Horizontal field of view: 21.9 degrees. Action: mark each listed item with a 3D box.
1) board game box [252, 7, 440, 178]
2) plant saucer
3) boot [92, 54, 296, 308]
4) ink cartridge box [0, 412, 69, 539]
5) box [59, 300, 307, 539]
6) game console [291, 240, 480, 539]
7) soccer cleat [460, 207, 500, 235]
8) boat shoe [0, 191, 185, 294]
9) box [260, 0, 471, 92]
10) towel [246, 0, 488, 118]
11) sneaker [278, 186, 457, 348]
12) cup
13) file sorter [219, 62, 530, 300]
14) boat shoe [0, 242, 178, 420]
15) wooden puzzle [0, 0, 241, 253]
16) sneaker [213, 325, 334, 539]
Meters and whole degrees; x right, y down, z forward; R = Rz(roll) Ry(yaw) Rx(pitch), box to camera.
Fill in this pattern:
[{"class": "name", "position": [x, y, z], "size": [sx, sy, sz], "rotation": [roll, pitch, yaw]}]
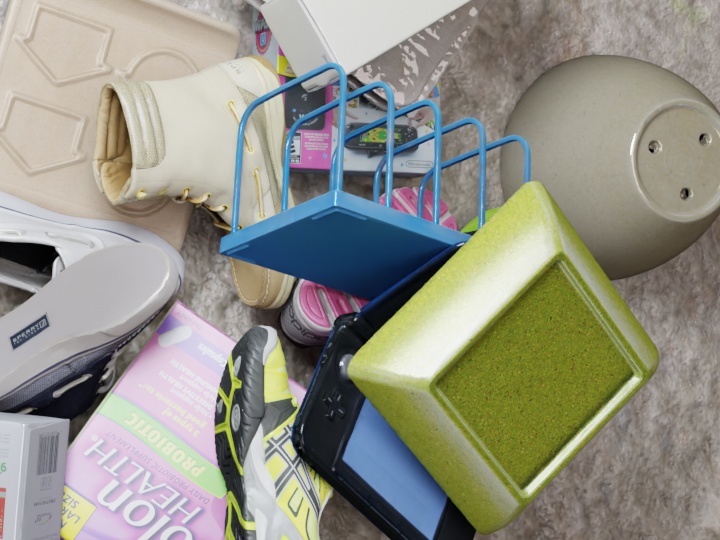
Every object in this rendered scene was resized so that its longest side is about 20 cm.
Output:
[{"class": "board game box", "position": [-0.011, -0.180, 1.527], "size": [0.147, 0.064, 0.201], "rotation": [1, 89, -21]}, {"class": "plant saucer", "position": [0.120, 0.073, 1.351], "size": [0.200, 0.048, 0.200], "rotation": [-45, 120, -10]}, {"class": "boot", "position": [-0.127, -0.057, 1.428], "size": [0.155, 0.073, 0.201], "rotation": [-15, 107, -40]}, {"class": "ink cartridge box", "position": [-0.324, 0.187, 1.345], "size": [0.199, 0.084, 0.177], "rotation": [5, 89, 14]}, {"class": "box", "position": [-0.128, 0.159, 1.433], "size": [0.176, 0.097, 0.200], "rotation": [35, 77, 4]}, {"class": "game console", "position": [0.071, 0.108, 1.374], "size": [0.200, 0.118, 0.171], "rotation": [45, 51, -30]}, {"class": "soccer cleat", "position": [0.075, 0.023, 1.551], "size": [0.068, 0.081, 0.200], "rotation": [44, 76, -16]}, {"class": "boat shoe", "position": [-0.229, -0.007, 1.423], "size": [0.199, 0.072, 0.066], "rotation": [21, 39, -23]}, {"class": "box", "position": [0.033, -0.222, 1.426], "size": [0.200, 0.095, 0.078], "rotation": [-33, 99, -20]}, {"class": "towel", "position": [-0.002, -0.226, 1.480], "size": [0.200, 0.034, 0.133], "rotation": [39, 75, -16]}, {"class": "sneaker", "position": [0.000, 0.000, 1.531], "size": [0.074, 0.087, 0.200], "rotation": [50, 51, -2]}, {"class": "cup", "position": [0.240, -0.090, 1.583], "size": [0.199, 0.143, 0.201], "rotation": [0, 91, -22]}, {"class": "file sorter", "position": [0.016, -0.060, 1.405], "size": [0.199, 0.139, 0.123], "rotation": [17, 65, -37]}, {"class": "boat shoe", "position": [-0.206, 0.053, 1.402], "size": [0.199, 0.075, 0.093], "rotation": [-27, 145, 16]}, {"class": "wooden puzzle", "position": [-0.207, -0.123, 1.462], "size": [0.184, 0.046, 0.201], "rotation": [18, 89, -21]}, {"class": "sneaker", "position": [-0.061, 0.141, 1.366], "size": [0.076, 0.075, 0.201], "rotation": [0, 82, -21]}]
